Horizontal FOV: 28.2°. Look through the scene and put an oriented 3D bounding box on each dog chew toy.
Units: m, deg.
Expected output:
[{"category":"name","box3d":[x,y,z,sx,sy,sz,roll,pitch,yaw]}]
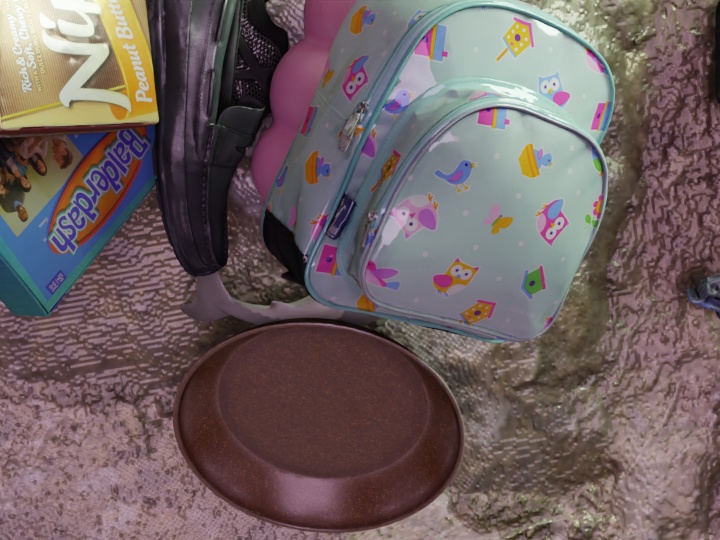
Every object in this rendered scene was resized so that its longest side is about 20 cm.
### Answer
[{"category":"dog chew toy","box3d":[-0.003,-0.117,0.936,0.124,0.125,0.201,31,91,-6]}]

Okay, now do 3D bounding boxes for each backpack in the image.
[{"category":"backpack","box3d":[0.055,-0.066,0.834,0.174,0.153,0.202,15,99,-29]}]

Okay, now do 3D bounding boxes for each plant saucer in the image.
[{"category":"plant saucer","box3d":[-0.027,0.100,0.975,0.197,0.037,0.202,3,131,3]}]

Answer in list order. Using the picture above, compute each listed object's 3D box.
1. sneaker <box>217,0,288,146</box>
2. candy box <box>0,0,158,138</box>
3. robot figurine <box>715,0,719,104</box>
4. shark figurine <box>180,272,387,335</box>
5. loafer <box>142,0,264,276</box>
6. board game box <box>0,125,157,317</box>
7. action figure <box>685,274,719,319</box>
[{"category":"sneaker","box3d":[-0.129,-0.181,0.952,0.198,0.076,0.115,32,93,-10]},{"category":"candy box","box3d":[-0.187,-0.181,0.837,0.115,0.055,0.203,-9,95,-47]},{"category":"robot figurine","box3d":[0.329,-0.147,0.957,0.148,0.125,0.203,-8,98,-20]},{"category":"shark figurine","box3d":[-0.011,0.018,0.985,0.212,0.090,0.129,-23,64,-8]},{"category":"loafer","box3d":[-0.095,-0.094,0.905,0.069,0.068,0.203,-1,107,5]},{"category":"board game box","box3d":[-0.216,-0.096,0.878,0.153,0.045,0.201,-54,125,-31]},{"category":"action figure","box3d":[0.327,0.046,0.970,0.197,0.105,0.195,13,132,-9]}]
